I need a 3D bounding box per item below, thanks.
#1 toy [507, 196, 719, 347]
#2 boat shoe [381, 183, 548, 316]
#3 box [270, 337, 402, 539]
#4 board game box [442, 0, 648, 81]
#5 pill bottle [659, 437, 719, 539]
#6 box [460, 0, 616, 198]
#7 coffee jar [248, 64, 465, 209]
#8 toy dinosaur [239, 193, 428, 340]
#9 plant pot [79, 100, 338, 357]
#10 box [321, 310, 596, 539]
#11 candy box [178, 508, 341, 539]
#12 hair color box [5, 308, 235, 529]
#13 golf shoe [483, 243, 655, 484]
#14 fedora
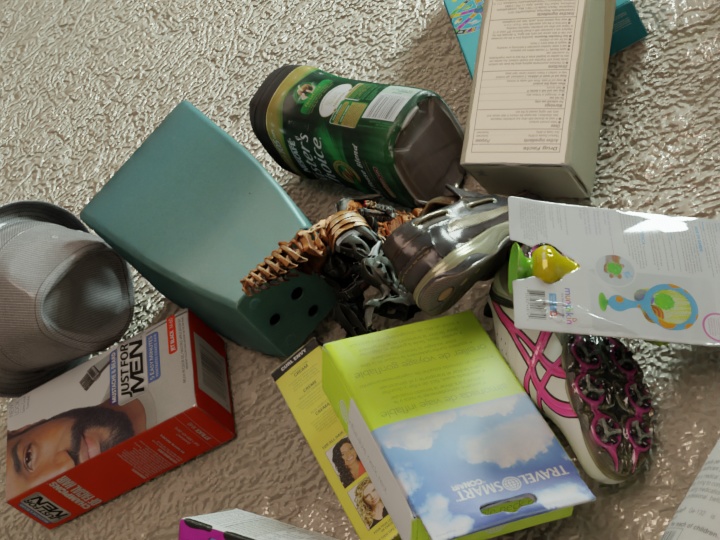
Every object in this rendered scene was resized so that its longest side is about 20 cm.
[{"bbox_3d":[0.198,0.013,0.945,0.199,0.047,0.116,8,51,-8],"label":"toy"},{"bbox_3d":[0.082,-0.033,1.015,0.073,0.200,0.075,45,119,9],"label":"boat shoe"},{"bbox_3d":[0.003,0.140,1.006,0.050,0.075,0.200,-39,44,4],"label":"box"},{"bbox_3d":[0.155,-0.247,1.223,0.150,0.047,0.201,-27,45,15],"label":"board game box"},{"bbox_3d":[0.246,0.151,0.790,0.114,0.114,0.201,20,70,44],"label":"pill bottle"},{"bbox_3d":[0.147,-0.165,1.093,0.094,0.078,0.201,4,76,26],"label":"box"},{"bbox_3d":[-0.006,-0.120,1.197,0.199,0.104,0.086,19,66,44],"label":"coffee jar"},{"bbox_3d":[0.000,0.000,1.073,0.199,0.102,0.136,-22,63,-14],"label":"toy dinosaur"},{"bbox_3d":[-0.111,-0.023,1.172,0.141,0.141,0.200,-49,46,-7],"label":"plant pot"},{"bbox_3d":[0.062,0.114,0.933,0.121,0.048,0.200,-12,40,-17],"label":"box"},{"bbox_3d":[-0.038,0.249,0.913,0.199,0.061,0.137,8,96,40],"label":"candy box"},{"bbox_3d":[-0.211,0.129,1.176,0.199,0.064,0.111,-29,45,16],"label":"hair color box"},{"bbox_3d":[0.146,0.074,0.970,0.092,0.072,0.201,-54,38,37],"label":"golf shoe"},{"bbox_3d":[-0.273,0.025,1.213,0.090,0.200,0.178,0,94,30],"label":"fedora"}]
